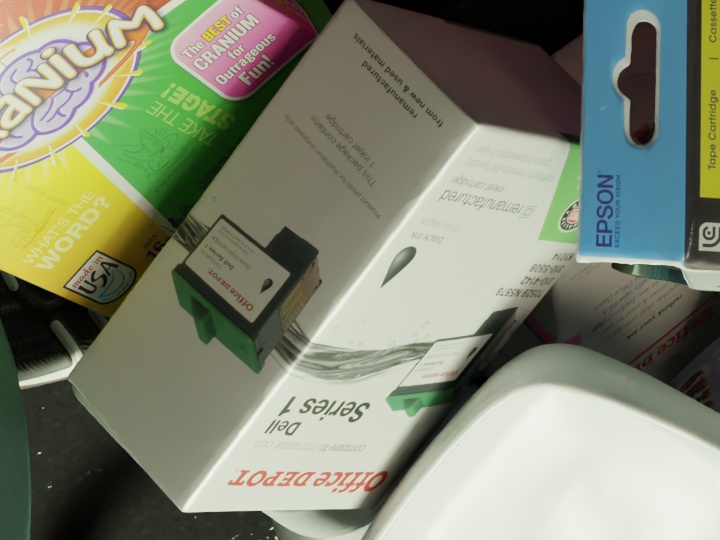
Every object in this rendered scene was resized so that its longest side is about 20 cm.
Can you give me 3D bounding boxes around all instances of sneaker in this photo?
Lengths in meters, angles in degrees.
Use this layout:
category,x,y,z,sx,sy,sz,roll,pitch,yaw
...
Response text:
category,x,y,z,sx,sy,sz,roll,pitch,yaw
sneaker,-0.076,0.020,1.256,0.200,0.076,0.116,-27,143,-6

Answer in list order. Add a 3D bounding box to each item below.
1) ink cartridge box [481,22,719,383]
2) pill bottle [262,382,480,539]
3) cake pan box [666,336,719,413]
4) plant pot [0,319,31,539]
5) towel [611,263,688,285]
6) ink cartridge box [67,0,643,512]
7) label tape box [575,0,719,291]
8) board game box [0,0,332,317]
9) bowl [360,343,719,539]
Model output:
category,x,y,z,sx,sy,sz,roll,pitch,yaw
ink cartridge box,0.108,-0.008,1.321,0.116,0.067,0.200,-36,143,-24
pill bottle,0.028,0.107,1.373,0.120,0.120,0.200,-40,139,11
cake pan box,0.261,0.029,1.326,0.184,0.052,0.200,0,147,-35
plant pot,-0.214,0.061,1.114,0.141,0.200,0.141,-46,139,17
towel,0.177,-0.084,1.261,0.147,0.022,0.200,10,104,-59
ink cartridge box,0.000,0.000,1.171,0.200,0.084,0.146,-53,152,19
label tape box,0.172,-0.065,1.161,0.200,0.143,0.066,3,173,-14
board game box,-0.120,-0.075,1.106,0.153,0.040,0.200,-46,139,17
bowl,0.103,0.126,1.250,0.200,0.075,0.200,29,122,-11
